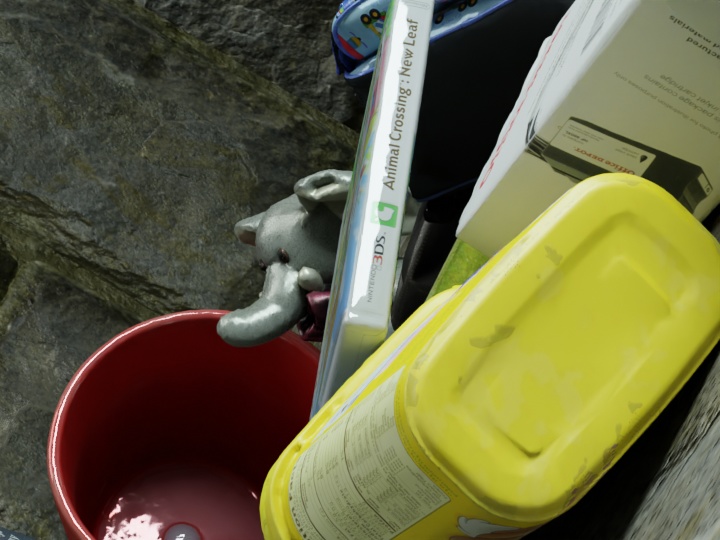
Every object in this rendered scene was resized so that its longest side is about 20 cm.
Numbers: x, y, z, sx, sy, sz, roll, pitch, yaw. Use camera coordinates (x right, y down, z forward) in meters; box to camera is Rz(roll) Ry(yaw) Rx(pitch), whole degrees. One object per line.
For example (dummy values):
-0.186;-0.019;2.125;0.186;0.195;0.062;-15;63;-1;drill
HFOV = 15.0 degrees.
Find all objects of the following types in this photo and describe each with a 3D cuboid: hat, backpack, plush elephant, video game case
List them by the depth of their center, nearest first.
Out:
0.000;0.000;1.260;0.200;0.022;0.182;104;175;-57;video game case
0.100;-0.140;1.365;0.182;0.135;0.200;-22;19;37;backpack
0.064;-0.010;1.442;0.201;0.081;0.201;-59;3;5;hat
-0.009;0.019;1.605;0.200;0.155;0.165;-62;4;-23;plush elephant

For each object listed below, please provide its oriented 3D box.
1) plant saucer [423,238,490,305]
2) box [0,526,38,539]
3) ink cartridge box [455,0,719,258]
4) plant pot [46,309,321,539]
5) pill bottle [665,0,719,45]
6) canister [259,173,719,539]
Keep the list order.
0.029;0.083;1.260;0.200;0.048;0.200;109;-173;-48;plant saucer
-0.108;0.196;1.131;0.148;0.200;0.107;-86;16;-80;box
0.133;-0.091;1.134;0.145;0.084;0.200;-62;5;-36;ink cartridge box
-0.105;0.149;1.750;0.201;0.200;0.177;-62;-5;-28;plant pot
0.174;-0.173;1.005;0.112;0.112;0.200;-55;7;52;pill bottle
0.048;0.052;1.035;0.149;0.087;0.200;-46;0;-22;canister
